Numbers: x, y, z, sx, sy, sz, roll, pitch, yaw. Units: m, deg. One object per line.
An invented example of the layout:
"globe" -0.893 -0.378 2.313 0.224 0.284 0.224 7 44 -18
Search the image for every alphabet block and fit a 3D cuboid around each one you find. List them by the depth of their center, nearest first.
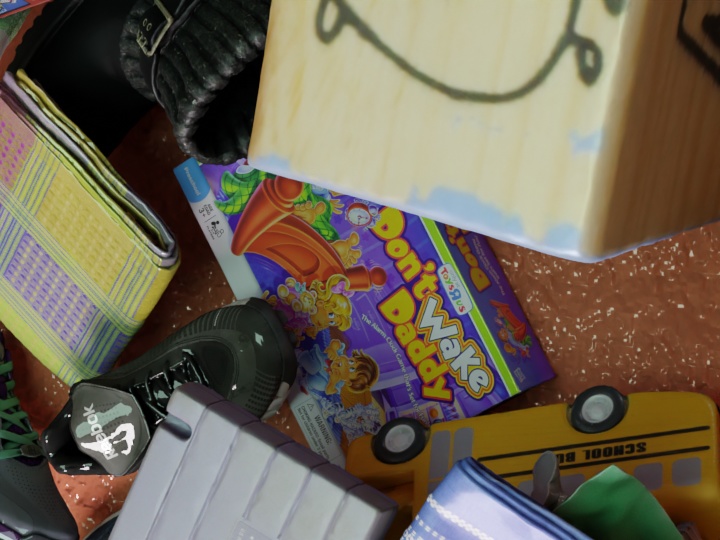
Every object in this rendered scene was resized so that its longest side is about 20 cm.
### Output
"alphabet block" 0.084 -0.133 1.168 0.194 0.196 0.201 16 106 25

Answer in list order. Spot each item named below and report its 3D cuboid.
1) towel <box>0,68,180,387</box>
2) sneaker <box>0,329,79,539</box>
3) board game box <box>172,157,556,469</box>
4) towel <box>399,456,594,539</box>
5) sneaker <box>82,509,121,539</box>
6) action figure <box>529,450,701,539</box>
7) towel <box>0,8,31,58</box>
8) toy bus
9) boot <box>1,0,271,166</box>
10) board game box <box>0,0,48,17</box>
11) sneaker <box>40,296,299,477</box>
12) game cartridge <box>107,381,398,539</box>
"towel" -0.172 -0.015 1.378 0.144 0.023 0.200 46 147 7
"sneaker" -0.224 0.086 1.446 0.200 0.074 0.088 40 108 32
"board game box" 0.000 0.000 1.327 0.134 0.045 0.201 -31 82 31
"towel" 0.055 0.199 1.135 0.144 0.024 0.201 33 109 2
"sneaker" -0.126 0.174 1.375 0.202 0.146 0.077 -23 88 33
"action figure" 0.139 0.156 1.193 0.118 0.200 0.055 -30 40 32
"towel" -0.231 -0.122 1.367 0.149 0.200 0.031 -20 119 31
"toy bus" 0.092 0.114 1.252 0.199 0.065 0.079 -10 49 18
"boot" -0.109 -0.098 1.324 0.212 0.079 0.158 -56 49 25
"board game box" -0.202 -0.165 1.344 0.199 0.103 0.019 -12 123 44
"sneaker" -0.110 0.074 1.347 0.200 0.090 0.067 -29 86 49
"game cartridge" -0.073 0.172 1.201 0.129 0.038 0.201 28 103 15
